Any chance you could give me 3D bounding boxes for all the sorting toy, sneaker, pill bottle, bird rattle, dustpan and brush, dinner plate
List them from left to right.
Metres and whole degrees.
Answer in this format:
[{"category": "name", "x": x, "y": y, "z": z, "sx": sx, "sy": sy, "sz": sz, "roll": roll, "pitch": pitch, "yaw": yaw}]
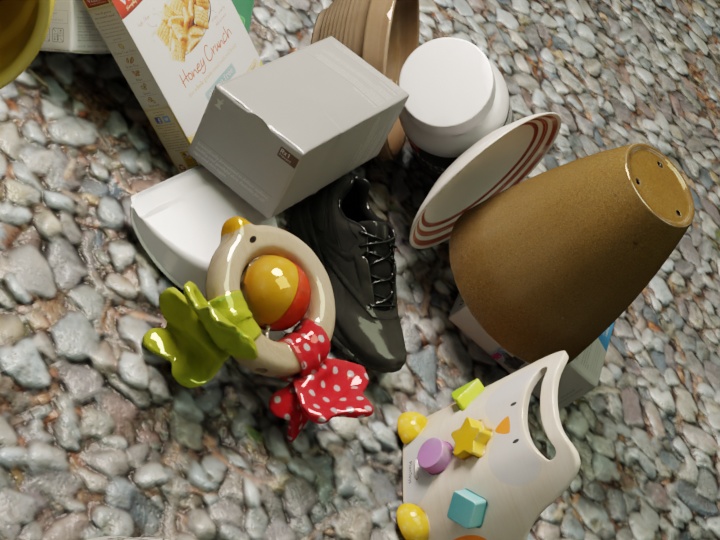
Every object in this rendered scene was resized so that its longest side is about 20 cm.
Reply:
[{"category": "dustpan and brush", "x": -0.107, "y": 0.004, "z": 1.233, "sx": 0.139, "sy": 0.057, "sz": 0.200, "roll": -30, "pitch": 76, "yaw": -41}, {"category": "bird rattle", "x": -0.069, "y": 0.042, "z": 1.161, "sx": 0.200, "sy": 0.113, "sz": 0.164, "roll": 22, "pitch": 62, "yaw": -26}, {"category": "sneaker", "x": 0.000, "y": 0.000, "z": 1.303, "sx": 0.076, "sy": 0.091, "sz": 0.201, "roll": -3, "pitch": 64, "yaw": -48}, {"category": "pill bottle", "x": 0.100, "y": -0.162, "z": 1.442, "sx": 0.116, "sy": 0.116, "sz": 0.200, "roll": 64, "pitch": 4, "yaw": 17}, {"category": "dinner plate", "x": 0.123, "y": -0.096, "z": 1.417, "sx": 0.200, "sy": 0.200, "sz": 0.024, "roll": -17, "pitch": 63, "yaw": -50}, {"category": "sorting toy", "x": 0.125, "y": 0.158, "z": 1.225, "sx": 0.107, "sy": 0.180, "sz": 0.201, "roll": 27, "pitch": 43, "yaw": -28}]

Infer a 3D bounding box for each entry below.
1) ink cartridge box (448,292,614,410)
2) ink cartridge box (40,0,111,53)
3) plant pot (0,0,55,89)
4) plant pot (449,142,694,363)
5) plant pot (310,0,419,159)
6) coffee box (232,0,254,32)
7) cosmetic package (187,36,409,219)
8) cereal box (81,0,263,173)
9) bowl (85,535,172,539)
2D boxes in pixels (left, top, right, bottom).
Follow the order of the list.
[{"category": "ink cartridge box", "x": 0.167, "y": 0.037, "z": 1.455, "sx": 0.200, "sy": 0.068, "sz": 0.115, "roll": 42, "pitch": 40, "yaw": -12}, {"category": "ink cartridge box", "x": -0.240, "y": -0.295, "z": 1.232, "sx": 0.109, "sy": 0.050, "sz": 0.201, "roll": -16, "pitch": 111, "yaw": -60}, {"category": "plant pot", "x": -0.339, "y": -0.261, "z": 1.111, "sx": 0.200, "sy": 0.201, "sz": 0.189, "roll": 31, "pitch": 26, "yaw": -23}, {"category": "plant pot", "x": 0.221, "y": -0.032, "z": 1.350, "sx": 0.186, "sy": 0.200, "sz": 0.187, "roll": 25, "pitch": 46, "yaw": -29}, {"category": "plant pot", "x": 0.001, "y": -0.219, "z": 1.444, "sx": 0.092, "sy": 0.201, "sz": 0.201, "roll": 7, "pitch": 42, "yaw": 10}, {"category": "coffee box", "x": -0.167, "y": -0.291, "z": 1.410, "sx": 0.123, "sy": 0.044, "sz": 0.201, "roll": 28, "pitch": 44, "yaw": -27}, {"category": "cosmetic package", "x": -0.054, "y": -0.136, "z": 1.278, "sx": 0.107, "sy": 0.090, "sz": 0.200, "roll": 40, "pitch": 39, "yaw": 13}, {"category": "cereal box", "x": -0.163, "y": -0.210, "z": 1.267, "sx": 0.144, "sy": 0.039, "sz": 0.200, "roll": -58, "pitch": 133, "yaw": -40}, {"category": "bowl", "x": -0.132, "y": 0.261, "z": 0.957, "sx": 0.200, "sy": 0.094, "sz": 0.201, "roll": 26, "pitch": 43, "yaw": -28}]
